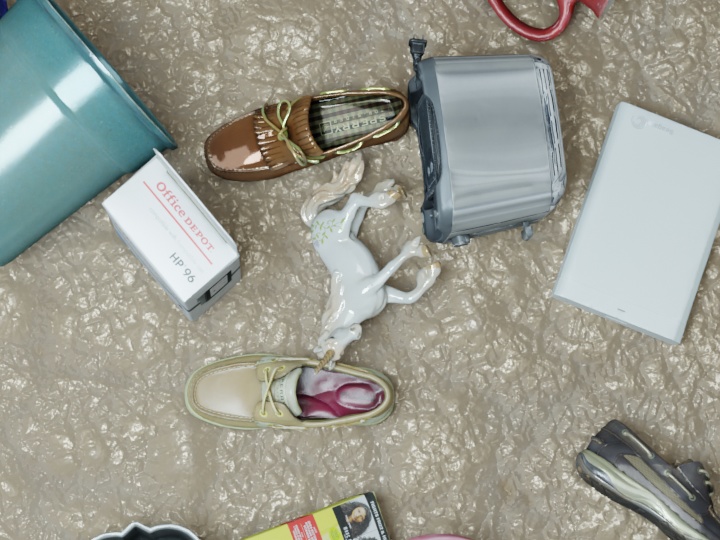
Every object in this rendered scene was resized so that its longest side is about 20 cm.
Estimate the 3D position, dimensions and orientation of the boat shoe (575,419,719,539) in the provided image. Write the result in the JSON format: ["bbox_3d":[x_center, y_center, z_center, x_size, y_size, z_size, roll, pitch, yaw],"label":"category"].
[{"bbox_3d":[0.297,0.209,1.477,0.199,0.075,0.074,34,81,0],"label":"boat shoe"}]

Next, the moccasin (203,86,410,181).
[{"bbox_3d":[-0.050,-0.130,1.497,0.198,0.078,0.075,-8,83,-1],"label":"moccasin"}]

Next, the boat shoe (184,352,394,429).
[{"bbox_3d":[-0.065,0.110,1.469,0.197,0.066,0.075,-1,82,-4],"label":"boat shoe"}]

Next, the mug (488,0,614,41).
[{"bbox_3d":[0.171,-0.335,1.520,0.199,0.134,0.178,34,79,5],"label":"mug"}]

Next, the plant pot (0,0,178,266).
[{"bbox_3d":[-0.301,-0.122,1.432,0.196,0.200,0.201,-42,86,-1],"label":"plant pot"}]

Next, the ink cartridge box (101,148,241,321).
[{"bbox_3d":[-0.166,-0.028,1.414,0.068,0.200,0.116,-41,86,-8],"label":"ink cartridge box"}]

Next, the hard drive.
[{"bbox_3d":[0.278,-0.046,1.536,0.130,0.026,0.202,21,82,-1],"label":"hard drive"}]

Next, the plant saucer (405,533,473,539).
[{"bbox_3d":[0.055,0.330,1.425,0.198,0.051,0.203,-5,102,-24],"label":"plant saucer"}]

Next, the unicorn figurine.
[{"bbox_3d":[0.000,0.000,1.479,0.136,0.074,0.201,-29,54,9],"label":"unicorn figurine"}]

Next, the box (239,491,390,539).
[{"bbox_3d":[-0.061,0.259,1.405,0.198,0.050,0.076,-13,81,-41],"label":"box"}]

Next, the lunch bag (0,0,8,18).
[{"bbox_3d":[-0.405,-0.243,1.429,0.158,0.200,0.084,-5,89,-3],"label":"lunch bag"}]

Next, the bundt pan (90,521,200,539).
[{"bbox_3d":[-0.187,0.328,1.425,0.199,0.076,0.205,1,81,-3],"label":"bundt pan"}]

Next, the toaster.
[{"bbox_3d":[0.117,-0.125,1.495,0.127,0.114,0.203,-6,80,-8],"label":"toaster"}]
